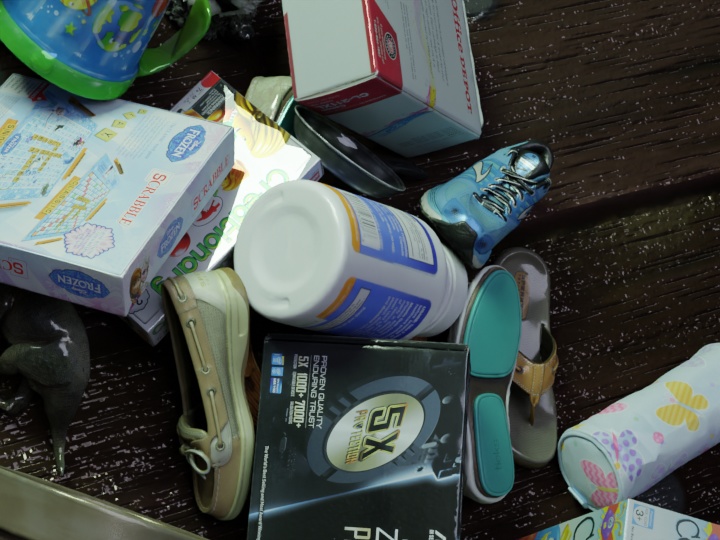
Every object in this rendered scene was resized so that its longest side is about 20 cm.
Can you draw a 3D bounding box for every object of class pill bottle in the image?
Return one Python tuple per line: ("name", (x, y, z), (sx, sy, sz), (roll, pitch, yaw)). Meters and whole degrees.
("pill bottle", (0.000, 0.000, 1.383), (0.200, 0.112, 0.113), (17, 62, -53))

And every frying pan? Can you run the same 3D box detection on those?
("frying pan", (-0.006, -0.101, 1.471), (0.115, 0.190, 0.031), (38, 101, 4))

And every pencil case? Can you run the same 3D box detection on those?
("pencil case", (0.267, 0.139, 1.527), (0.199, 0.091, 0.083), (-26, 70, -30))

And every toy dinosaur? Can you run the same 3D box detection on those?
("toy dinosaur", (-0.245, 0.053, 1.309), (0.077, 0.102, 0.201), (19, 56, -64))

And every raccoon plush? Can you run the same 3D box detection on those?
("raccoon plush", (-0.107, -0.290, 1.474), (0.096, 0.134, 0.201), (19, 66, -16))

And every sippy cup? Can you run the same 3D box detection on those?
("sippy cup", (-0.204, -0.226, 1.343), (0.140, 0.130, 0.178), (46, 26, 10))

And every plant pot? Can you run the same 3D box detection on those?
("plant pot", (-0.206, 0.250, 1.229), (0.199, 0.200, 0.175), (22, 82, -16))

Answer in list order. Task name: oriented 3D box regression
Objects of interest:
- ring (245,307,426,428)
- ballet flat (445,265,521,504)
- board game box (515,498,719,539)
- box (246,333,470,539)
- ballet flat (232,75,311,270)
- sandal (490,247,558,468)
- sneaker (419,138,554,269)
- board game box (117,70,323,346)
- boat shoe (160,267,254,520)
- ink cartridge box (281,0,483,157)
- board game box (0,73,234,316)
("ring", (-0.031, 0.058, 1.457), (0.199, 0.019, 0.202), (8, 69, -23))
("ballet flat", (0.096, 0.097, 1.465), (0.069, 0.069, 0.202), (5, 81, -23))
("board game box", (0.201, 0.263, 1.388), (0.102, 0.200, 0.106), (18, 65, -18))
("box", (0.001, 0.158, 1.349), (0.163, 0.086, 0.201), (4, 77, 6))
("ballet flat", (-0.104, -0.077, 1.450), (0.062, 0.068, 0.201), (16, 67, 24))
("sandal", (0.146, 0.071, 1.512), (0.081, 0.055, 0.201), (13, 69, -20))
("sneaker", (0.116, -0.071, 1.483), (0.078, 0.090, 0.200), (47, 28, -3))
("board game box", (-0.142, -0.052, 1.383), (0.126, 0.035, 0.200), (39, 74, 18))
("boat shoe", (-0.123, 0.099, 1.335), (0.063, 0.073, 0.202), (-7, 110, -28))
("ink cartridge box", (0.019, -0.194, 1.475), (0.200, 0.082, 0.147), (21, 57, -59))
("board game box", (-0.224, -0.063, 1.310), (0.198, 0.041, 0.200), (15, 42, 15))
